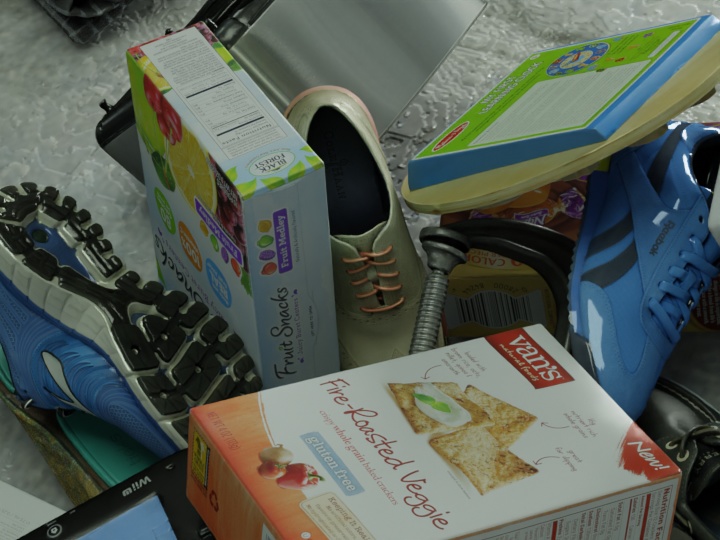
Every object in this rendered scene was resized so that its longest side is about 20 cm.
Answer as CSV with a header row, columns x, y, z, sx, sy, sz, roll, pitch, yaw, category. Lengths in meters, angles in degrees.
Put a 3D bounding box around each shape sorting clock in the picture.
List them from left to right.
x,y,z,sx,sy,sz,roll,pitch,yaw,category
0.113,-0.081,1.266,0.199,0.039,0.200,-22,18,8,shape sorting clock

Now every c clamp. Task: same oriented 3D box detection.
x,y,z,sx,sy,sz,roll,pitch,yaw,category
0.052,0.056,1.227,0.170,0.027,0.201,25,68,-17,c clamp

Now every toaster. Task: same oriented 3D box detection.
x,y,z,sx,sy,sz,roll,pitch,yaw,category
-0.037,-0.130,1.395,0.181,0.119,0.200,-53,14,-32,toaster

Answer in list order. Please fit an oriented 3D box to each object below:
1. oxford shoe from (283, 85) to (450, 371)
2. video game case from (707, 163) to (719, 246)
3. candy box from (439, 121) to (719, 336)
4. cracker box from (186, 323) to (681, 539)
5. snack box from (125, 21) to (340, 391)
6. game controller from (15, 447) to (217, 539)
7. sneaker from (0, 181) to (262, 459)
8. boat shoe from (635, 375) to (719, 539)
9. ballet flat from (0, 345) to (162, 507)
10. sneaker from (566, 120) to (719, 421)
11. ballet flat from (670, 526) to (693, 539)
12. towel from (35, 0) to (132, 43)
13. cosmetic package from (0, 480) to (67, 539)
x,y,z,sx,sy,sz,roll,pitch,yaw,category
0.000,0.000,1.268,0.070,0.201,0.074,-21,5,1,oxford shoe
0.243,-0.036,1.248,0.023,0.182,0.201,-12,41,32,video game case
0.147,-0.023,1.340,0.199,0.057,0.117,-2,49,13,candy box
0.033,0.101,1.124,0.199,0.058,0.134,-12,37,-26,cracker box
-0.066,-0.012,1.276,0.053,0.201,0.142,-22,46,-18,snack box
-0.135,0.162,1.154,0.199,0.042,0.105,-29,55,-3,game controller
-0.132,0.046,1.245,0.200,0.089,0.078,44,43,8,sneaker
0.184,0.110,1.204,0.068,0.057,0.200,-27,48,-13,boat shoe
-0.160,0.079,1.304,0.071,0.071,0.200,-30,55,-16,ballet flat
0.156,-0.004,1.235,0.078,0.066,0.201,-6,46,22,sneaker
0.153,0.214,1.128,0.067,0.046,0.201,9,48,-22,ballet flat
-0.178,-0.255,1.617,0.165,0.086,0.200,-28,46,-16,towel
-0.165,0.202,1.203,0.199,0.052,0.151,21,54,29,cosmetic package
